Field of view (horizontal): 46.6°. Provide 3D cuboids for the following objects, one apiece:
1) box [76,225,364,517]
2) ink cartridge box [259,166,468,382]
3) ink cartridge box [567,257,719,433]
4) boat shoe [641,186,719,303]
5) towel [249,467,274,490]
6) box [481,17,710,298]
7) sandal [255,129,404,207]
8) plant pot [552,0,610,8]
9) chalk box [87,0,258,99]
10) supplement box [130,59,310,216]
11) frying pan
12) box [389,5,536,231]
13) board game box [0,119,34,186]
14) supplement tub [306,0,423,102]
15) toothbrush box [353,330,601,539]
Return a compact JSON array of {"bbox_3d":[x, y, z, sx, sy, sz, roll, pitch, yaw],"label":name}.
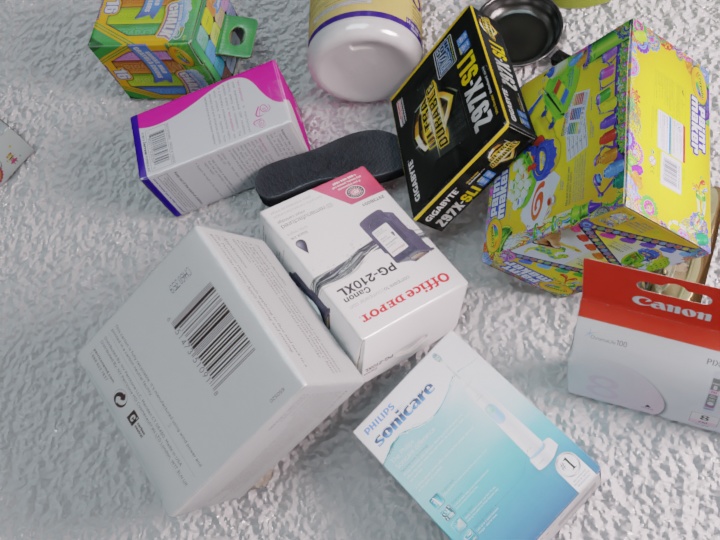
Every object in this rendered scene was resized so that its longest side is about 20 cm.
[{"bbox_3d":[-0.140,0.098,0.836,0.200,0.130,0.200,-44,68,15],"label":"box"},{"bbox_3d":[0.000,0.000,0.914,0.144,0.085,0.200,-26,59,-25],"label":"ink cartridge box"},{"bbox_3d":[0.272,0.076,0.763,0.160,0.200,0.058,14,68,21],"label":"ink cartridge box"},{"bbox_3d":[0.323,-0.002,0.862,0.062,0.074,0.202,13,59,27],"label":"boat shoe"},{"bbox_3d":[-0.130,0.130,0.932,0.131,0.034,0.203,18,82,18],"label":"towel"},{"bbox_3d":[0.235,-0.103,0.846,0.192,0.121,0.203,-23,52,54],"label":"box"},{"bbox_3d":[-0.030,-0.122,1.028,0.197,0.043,0.077,-11,56,10],"label":"sandal"},{"bbox_3d":[0.266,-0.459,1.006,0.184,0.200,0.190,-6,64,13],"label":"plant pot"},{"bbox_3d":[-0.238,-0.317,1.127,0.197,0.124,0.127,2,67,17],"label":"chalk box"},{"bbox_3d":[-0.172,-0.164,1.052,0.197,0.104,0.102,-20,62,7],"label":"supplement box"},{"bbox_3d":[0.229,-0.288,1.035,0.188,0.031,0.116,19,73,19],"label":"frying pan"},{"bbox_3d":[0.107,-0.172,0.938,0.160,0.049,0.202,-43,40,37],"label":"box"},{"bbox_3d":[-0.587,-0.181,1.199,0.199,0.064,0.148,36,81,28],"label":"board game box"},{"bbox_3d":[0.006,-0.333,1.054,0.143,0.146,0.203,-5,65,13],"label":"supplement tub"},{"bbox_3d":[0.114,0.184,0.824,0.146,0.085,0.200,-45,63,-6],"label":"toothbrush box"}]
